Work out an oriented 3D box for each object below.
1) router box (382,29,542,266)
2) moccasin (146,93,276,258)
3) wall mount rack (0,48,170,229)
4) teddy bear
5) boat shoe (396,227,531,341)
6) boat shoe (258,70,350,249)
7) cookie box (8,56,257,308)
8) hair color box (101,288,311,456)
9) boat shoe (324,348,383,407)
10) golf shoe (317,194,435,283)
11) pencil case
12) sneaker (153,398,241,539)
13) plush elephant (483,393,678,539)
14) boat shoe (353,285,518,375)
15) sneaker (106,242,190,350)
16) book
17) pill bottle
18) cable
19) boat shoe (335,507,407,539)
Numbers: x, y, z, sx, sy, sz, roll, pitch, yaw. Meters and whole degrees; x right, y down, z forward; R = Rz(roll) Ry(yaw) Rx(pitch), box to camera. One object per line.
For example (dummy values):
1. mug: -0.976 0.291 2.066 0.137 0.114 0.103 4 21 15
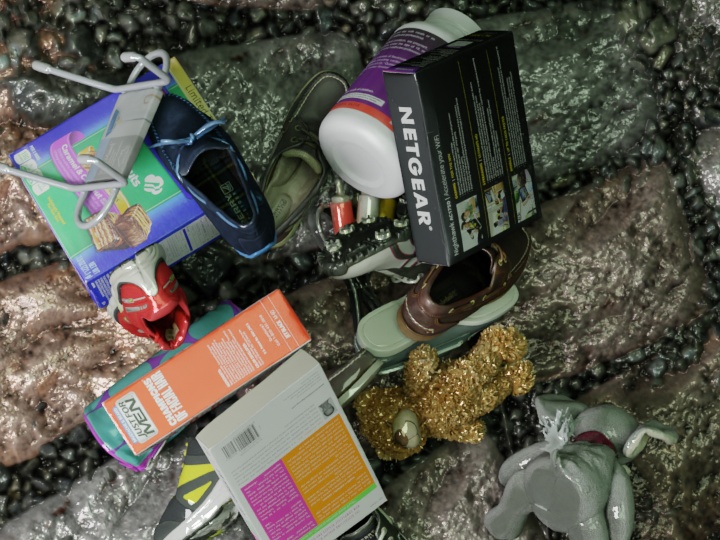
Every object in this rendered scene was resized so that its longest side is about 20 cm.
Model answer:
1. router box: 0.105 -0.124 1.694 0.149 0.051 0.202 -26 113 -39
2. moccasin: -0.141 -0.105 1.636 0.080 0.068 0.200 -39 67 -9
3. wall mount rack: -0.272 -0.143 1.662 0.074 0.173 0.202 34 67 -37
4. teddy bear: 0.094 0.131 1.753 0.198 0.146 0.067 -14 46 -19
5. boat shoe: 0.119 0.002 1.744 0.070 0.070 0.200 43 51 7
6. boat shoe: -0.058 -0.116 1.768 0.073 0.065 0.202 22 86 -8
7. cookie box: -0.225 -0.090 1.715 0.199 0.075 0.172 -32 70 -9
8. hair color box: -0.148 0.100 1.635 0.199 0.111 0.064 -34 88 -9
9. boat shoe: -0.063 0.139 1.725 0.200 0.072 0.060 -41 83 21
10. golf shoe: 0.039 -0.020 1.734 0.199 0.077 0.089 -27 117 -41
11. pencil case: -0.181 0.119 1.728 0.200 0.085 0.093 -39 76 -8
12. sneaker: -0.150 0.207 1.711 0.200 0.074 0.085 -46 67 27
13. plush elephant: 0.237 0.206 1.760 0.154 0.164 0.202 -26 129 -43
14. boat shoe: 0.077 0.056 1.777 0.199 0.062 0.073 -21 57 -28
15. sneaker: -0.203 0.044 1.668 0.077 0.200 0.085 -31 77 -8
16. book: -0.065 0.190 1.633 0.133 0.048 0.201 -37 133 -16
17. pill bottle: 0.051 -0.178 1.749 0.112 0.112 0.201 39 63 -4
18. cable: 0.000 0.000 1.771 0.096 0.050 0.202 -4 84 -29
19. boat shoe: 0.000 0.276 1.754 0.071 0.064 0.200 -43 93 -9
